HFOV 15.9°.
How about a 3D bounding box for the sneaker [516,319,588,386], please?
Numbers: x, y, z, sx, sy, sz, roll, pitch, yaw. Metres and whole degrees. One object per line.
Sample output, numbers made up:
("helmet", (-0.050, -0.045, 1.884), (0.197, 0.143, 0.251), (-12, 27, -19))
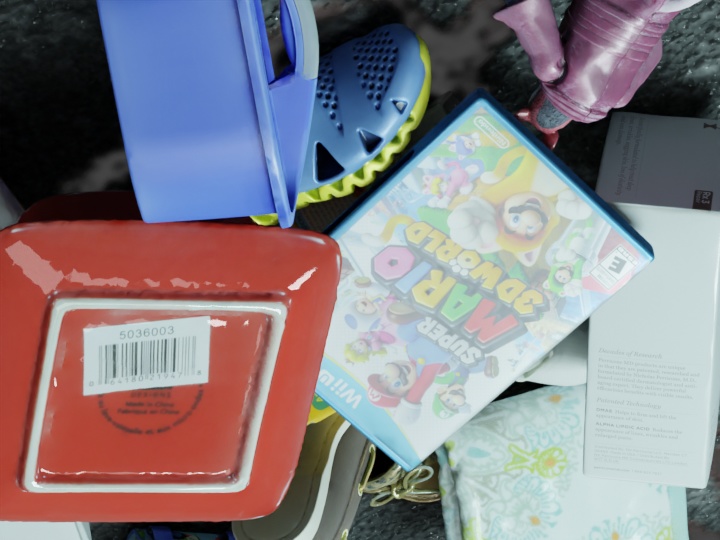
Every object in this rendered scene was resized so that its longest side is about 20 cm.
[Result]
("sneaker", (0.082, 0.046, 1.627), (0.199, 0.081, 0.070), (21, 126, -36))

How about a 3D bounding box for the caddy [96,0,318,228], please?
("caddy", (-0.074, -0.117, 1.326), (0.104, 0.141, 0.202), (-10, 105, 0))

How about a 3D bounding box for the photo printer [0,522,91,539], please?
("photo printer", (-0.281, 0.143, 1.625), (0.198, 0.070, 0.167), (-13, 139, -3))

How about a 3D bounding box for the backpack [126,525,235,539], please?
("backpack", (-0.078, 0.270, 1.780), (0.198, 0.135, 0.183), (4, 135, -20))

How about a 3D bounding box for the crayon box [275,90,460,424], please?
("crayon box", (0.000, 0.000, 1.521), (0.199, 0.052, 0.126), (-30, 96, 15))

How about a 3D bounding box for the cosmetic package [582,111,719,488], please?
("cosmetic package", (0.180, 0.018, 1.556), (0.080, 0.113, 0.201), (4, 121, 10))

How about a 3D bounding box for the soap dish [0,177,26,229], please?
("soap dish", (-0.258, 0.035, 1.440), (0.201, 0.081, 0.158), (-58, 143, -20))

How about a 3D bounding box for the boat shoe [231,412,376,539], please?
("boat shoe", (-0.023, 0.111, 1.583), (0.071, 0.201, 0.060), (-1, 134, 22))

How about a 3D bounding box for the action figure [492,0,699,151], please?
("action figure", (0.148, -0.139, 1.404), (0.133, 0.149, 0.201), (11, 119, -35))

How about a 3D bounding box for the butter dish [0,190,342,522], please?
("butter dish", (-0.129, 0.027, 1.428), (0.198, 0.148, 0.201), (2, 125, -19))

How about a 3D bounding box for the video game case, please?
("video game case", (0.047, 0.009, 1.467), (0.143, 0.018, 0.200), (41, 112, -18))

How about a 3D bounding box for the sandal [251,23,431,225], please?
("sandal", (-0.049, -0.077, 1.455), (0.199, 0.080, 0.087), (-34, 132, 18))

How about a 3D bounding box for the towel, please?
("towel", (0.139, 0.172, 1.720), (0.170, 0.048, 0.202), (-16, 108, -25))

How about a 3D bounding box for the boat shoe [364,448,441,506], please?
("boat shoe", (-0.004, 0.118, 1.690), (0.199, 0.063, 0.073), (25, 125, -37))
